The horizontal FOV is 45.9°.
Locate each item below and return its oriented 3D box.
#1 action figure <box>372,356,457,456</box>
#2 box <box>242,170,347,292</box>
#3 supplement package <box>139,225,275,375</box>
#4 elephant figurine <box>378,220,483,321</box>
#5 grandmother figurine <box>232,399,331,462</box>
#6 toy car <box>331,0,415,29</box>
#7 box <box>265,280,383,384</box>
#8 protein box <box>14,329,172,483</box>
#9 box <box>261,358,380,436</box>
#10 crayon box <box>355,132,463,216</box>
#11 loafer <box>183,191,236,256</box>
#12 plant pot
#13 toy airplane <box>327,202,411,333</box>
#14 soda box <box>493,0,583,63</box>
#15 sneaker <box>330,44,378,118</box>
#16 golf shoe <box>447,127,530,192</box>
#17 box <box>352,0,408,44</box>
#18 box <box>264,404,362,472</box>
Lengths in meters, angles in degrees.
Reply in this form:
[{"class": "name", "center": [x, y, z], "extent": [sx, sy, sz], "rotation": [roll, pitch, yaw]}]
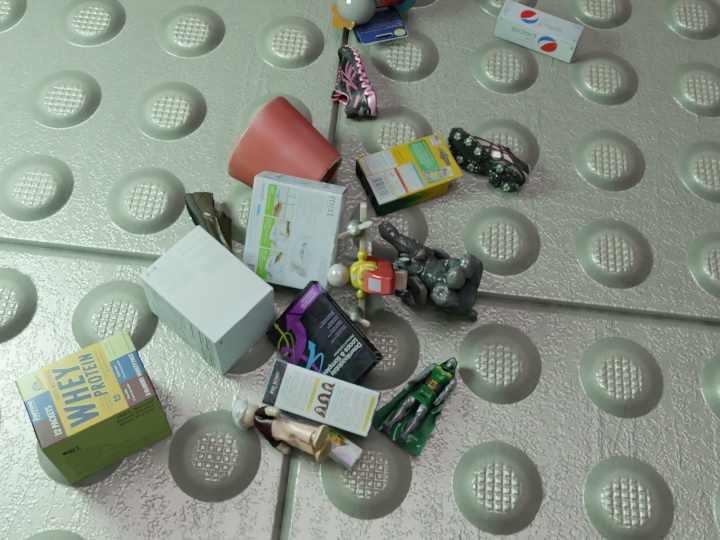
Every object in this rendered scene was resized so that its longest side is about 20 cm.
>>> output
[{"class": "action figure", "center": [0.120, 0.235, 1.587], "extent": [0.118, 0.055, 0.200], "rotation": [34, 60, 18]}, {"class": "box", "center": [-0.127, -0.075, 1.652], "extent": [0.175, 0.097, 0.202], "rotation": [10, 105, 3]}, {"class": "supplement package", "center": [-0.282, 0.057, 1.600], "extent": [0.200, 0.151, 0.152], "rotation": [39, 65, 17]}, {"class": "elephant figurine", "center": [0.133, 0.001, 1.673], "extent": [0.199, 0.157, 0.141], "rotation": [22, 15, 34]}, {"class": "grandmother figurine", "center": [-0.145, 0.280, 1.512], "extent": [0.199, 0.122, 0.061], "rotation": [17, 35, 28]}, {"class": "toy car", "center": [-0.002, -0.656, 1.991], "extent": [0.200, 0.184, 0.177], "rotation": [-41, 67, 8]}, {"class": "box", "center": [-0.070, 0.139, 1.590], "extent": [0.200, 0.036, 0.143], "rotation": [47, 106, 18]}, {"class": "protein box", "center": [-0.451, 0.237, 1.462], "extent": [0.197, 0.200, 0.135], "rotation": [-25, 66, -16]}, {"class": "box", "center": [-0.069, 0.228, 1.520], "extent": [0.198, 0.049, 0.083], "rotation": [17, 82, 6]}, {"class": "crayon box", "center": [0.104, -0.207, 1.826], "extent": [0.198, 0.052, 0.126], "rotation": [-19, 64, -13]}, {"class": "loafer", "center": [-0.292, -0.090, 1.724], "extent": [0.071, 0.073, 0.201], "rotation": [-24, 66, -15]}, {"class": "plant pot", "center": [-0.146, -0.227, 1.753], "extent": [0.177, 0.201, 0.201], "rotation": [35, 64, 3]}, {"class": "toy airplane", "center": [0.000, 0.000, 1.623], "extent": [0.140, 0.200, 0.201], "rotation": [-5, 60, -20]}, {"class": "soda box", "center": [0.426, -0.573, 2.037], "extent": [0.199, 0.068, 0.064], "rotation": [24, 62, 10]}, {"class": "sneaker", "center": [-0.029, -0.426, 1.932], "extent": [0.095, 0.079, 0.201], "rotation": [-19, 62, -1]}, {"class": "golf shoe", "center": [0.279, -0.248, 1.859], "extent": [0.200, 0.077, 0.088], "rotation": [40, 46, 14]}, {"class": "box", "center": [0.031, -0.619, 2.058], "extent": [0.120, 0.032, 0.201], "rotation": [-13, 61, -10]}, {"class": "box", "center": [-0.086, 0.291, 1.547], "extent": [0.199, 0.042, 0.039], "rotation": [32, 64, 15]}]
